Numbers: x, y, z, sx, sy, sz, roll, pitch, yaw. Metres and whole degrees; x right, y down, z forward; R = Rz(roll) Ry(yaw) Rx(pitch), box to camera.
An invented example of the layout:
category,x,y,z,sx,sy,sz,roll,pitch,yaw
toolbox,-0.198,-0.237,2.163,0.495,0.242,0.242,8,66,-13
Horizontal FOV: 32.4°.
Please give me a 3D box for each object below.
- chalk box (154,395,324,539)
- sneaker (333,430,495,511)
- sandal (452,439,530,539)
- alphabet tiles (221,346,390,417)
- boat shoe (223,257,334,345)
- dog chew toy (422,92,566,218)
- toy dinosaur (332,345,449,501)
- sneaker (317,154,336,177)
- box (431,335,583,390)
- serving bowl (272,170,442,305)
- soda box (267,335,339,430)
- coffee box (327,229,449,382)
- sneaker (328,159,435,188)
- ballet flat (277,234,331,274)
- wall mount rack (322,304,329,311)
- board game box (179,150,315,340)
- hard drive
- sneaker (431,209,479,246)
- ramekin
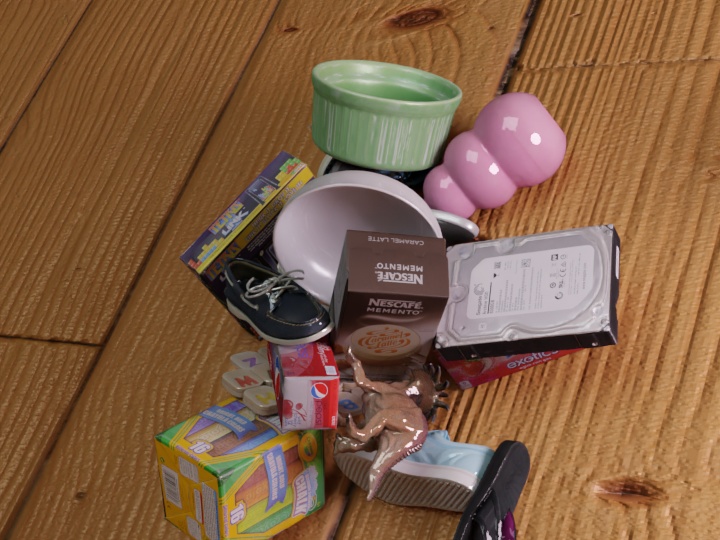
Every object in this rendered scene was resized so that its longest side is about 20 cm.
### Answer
category,x,y,z,sx,sy,sz,roll,pitch,yaw
chalk box,-0.120,0.224,1.445,0.200,0.125,0.124,-25,34,-37
sneaker,0.066,0.218,1.412,0.199,0.074,0.082,9,42,32
sandal,0.142,0.270,1.309,0.048,0.075,0.201,4,57,38
alphabet tiles,-0.061,0.128,1.498,0.199,0.015,0.195,-11,27,-34
boat shoe,-0.099,0.031,1.436,0.075,0.062,0.200,-24,26,-22
dog chew toy,0.165,-0.137,1.597,0.200,0.125,0.125,-38,44,10
toy dinosaur,0.043,0.163,1.369,0.135,0.086,0.200,10,36,-9
sneaker,-0.001,-0.191,1.786,0.200,0.070,0.093,-54,27,-11
box,0.183,0.049,1.447,0.199,0.096,0.100,-20,47,16
serving bowl,0.002,-0.043,1.447,0.199,0.200,0.066,-12,39,23
soda box,-0.068,0.108,1.429,0.063,0.070,0.200,0,22,-9
coffee box,0.026,0.045,1.402,0.114,0.200,0.080,3,57,-6
sneaker,0.025,-0.124,1.655,0.082,0.073,0.200,18,35,29
ballet flat,-0.063,-0.041,1.534,0.200,0.072,0.072,-54,37,28
wall mount rack,0.000,0.000,1.552,0.173,0.075,0.201,13,93,10
board game box,-0.119,-0.031,1.646,0.200,0.165,0.057,-46,45,-10
hard drive,0.185,0.025,1.373,0.199,0.038,0.140,-7,54,26
sneaker,0.057,-0.022,1.607,0.199,0.071,0.100,1,63,31
ramekin,0.028,-0.204,1.638,0.199,0.098,0.200,8,22,-3
